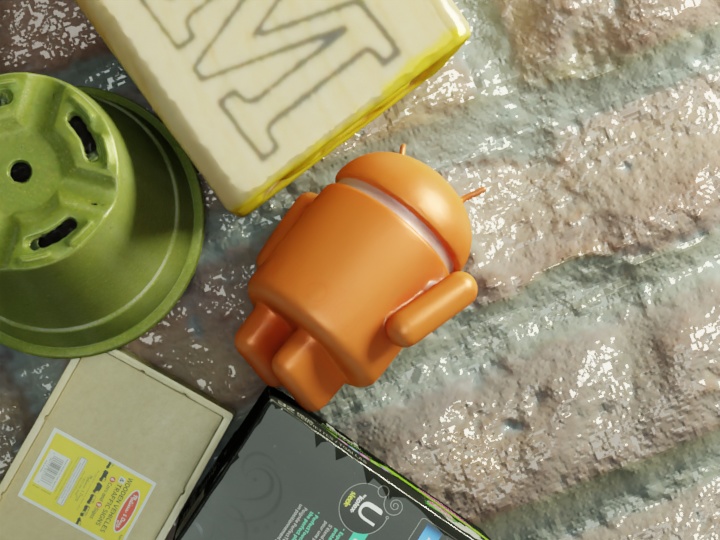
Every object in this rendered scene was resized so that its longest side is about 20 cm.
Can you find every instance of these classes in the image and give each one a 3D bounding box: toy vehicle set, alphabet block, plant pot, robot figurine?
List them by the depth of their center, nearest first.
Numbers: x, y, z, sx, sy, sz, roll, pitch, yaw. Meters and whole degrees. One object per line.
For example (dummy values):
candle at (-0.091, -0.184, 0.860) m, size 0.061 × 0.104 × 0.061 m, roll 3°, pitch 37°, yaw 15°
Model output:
plant pot at (-0.210, -0.049, 0.959) m, size 0.199 × 0.190 × 0.201 m, roll 0°, pitch 82°, yaw -1°
alphabet block at (-0.066, -0.172, 0.979) m, size 0.196 × 0.195 × 0.200 m, roll -36°, pitch 92°, yaw 0°
robot figurine at (0.001, 0.001, 1.013) m, size 0.117 × 0.144 × 0.200 m, roll 42°, pitch 75°, yaw -14°
toy vehicle set at (-0.194, 0.160, 1.058) m, size 0.124 × 0.027 × 0.201 m, roll 30°, pitch 89°, yaw -4°

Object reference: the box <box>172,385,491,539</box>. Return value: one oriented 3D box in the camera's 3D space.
box at (-0.015, 0.188, 1.008) m, size 0.200 × 0.149 × 0.125 m, roll 34°, pitch 87°, yaw -4°
